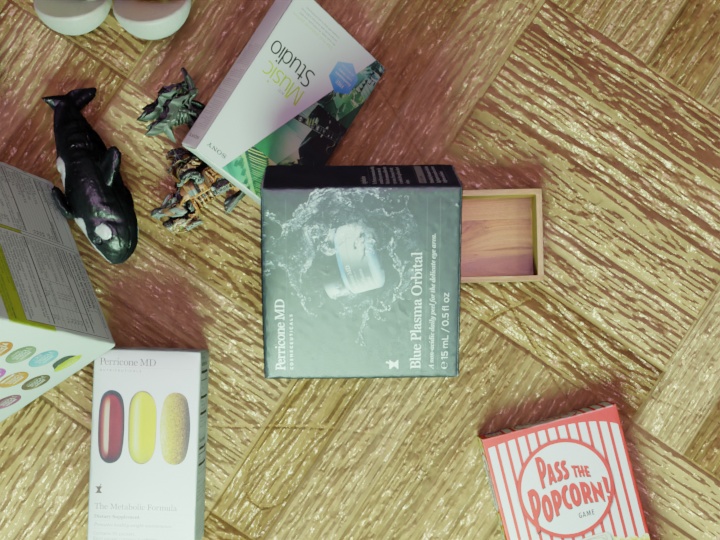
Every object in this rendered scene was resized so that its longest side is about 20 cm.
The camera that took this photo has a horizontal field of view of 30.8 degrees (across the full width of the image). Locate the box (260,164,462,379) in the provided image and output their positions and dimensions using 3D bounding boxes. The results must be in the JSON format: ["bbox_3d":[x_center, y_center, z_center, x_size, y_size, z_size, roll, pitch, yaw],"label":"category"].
[{"bbox_3d":[0.000,0.000,1.320,0.198,0.118,0.198,-1,105,-1],"label":"box"}]

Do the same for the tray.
[{"bbox_3d":[0.095,-0.035,1.406,0.198,0.037,0.100,-1,88,-3],"label":"tray"}]

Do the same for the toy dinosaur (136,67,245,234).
[{"bbox_3d":[-0.161,-0.138,1.385,0.135,0.102,0.201,38,71,-22],"label":"toy dinosaur"}]

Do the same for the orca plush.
[{"bbox_3d":[-0.264,-0.111,1.360,0.071,0.105,0.201,-32,57,32],"label":"orca plush"}]

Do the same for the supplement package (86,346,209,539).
[{"bbox_3d":[-0.217,0.180,1.349,0.113,0.110,0.202,1,88,-2],"label":"supplement package"}]

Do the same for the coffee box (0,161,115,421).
[{"bbox_3d":[-0.395,0.025,1.260,0.199,0.198,0.201,-32,69,15],"label":"coffee box"}]

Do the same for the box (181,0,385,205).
[{"bbox_3d":[-0.076,-0.172,1.361,0.144,0.036,0.201,37,83,-37],"label":"box"}]

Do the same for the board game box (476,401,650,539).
[{"bbox_3d":[0.221,0.256,1.393,0.150,0.046,0.202,-15,88,-3],"label":"board game box"}]

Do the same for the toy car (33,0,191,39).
[{"bbox_3d":[-0.259,-0.345,1.355,0.198,0.176,0.151,4,48,10],"label":"toy car"}]
